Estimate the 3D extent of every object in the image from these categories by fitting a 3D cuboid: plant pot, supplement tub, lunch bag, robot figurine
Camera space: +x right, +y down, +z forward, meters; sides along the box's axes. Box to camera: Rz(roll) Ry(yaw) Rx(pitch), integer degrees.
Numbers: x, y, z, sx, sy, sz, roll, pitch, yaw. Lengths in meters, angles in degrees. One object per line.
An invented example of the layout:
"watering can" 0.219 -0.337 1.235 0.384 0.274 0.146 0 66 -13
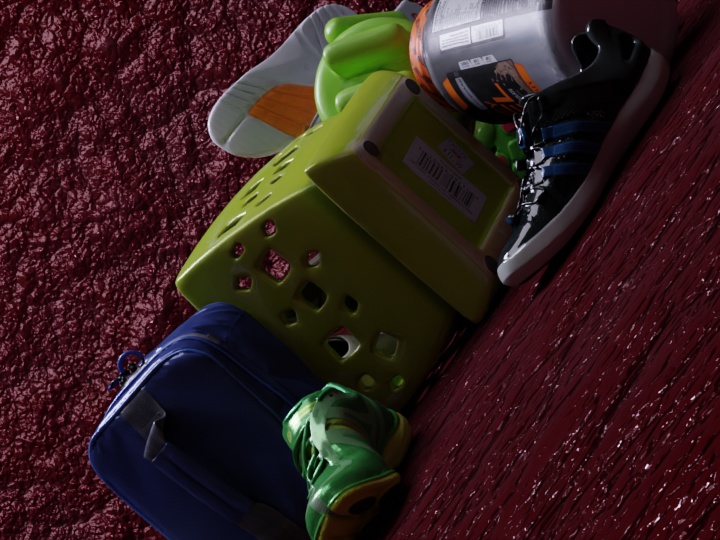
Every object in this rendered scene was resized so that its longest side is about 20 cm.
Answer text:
"plant pot" 0.011 -0.022 1.559 0.181 0.200 0.199 -43 8 34
"supplement tub" 0.129 -0.174 1.510 0.123 0.123 0.200 -55 23 -21
"lunch bag" -0.096 0.125 1.466 0.136 0.200 0.132 -48 7 16
"robot figurine" 0.032 -0.140 1.709 0.116 0.176 0.200 -19 -16 12

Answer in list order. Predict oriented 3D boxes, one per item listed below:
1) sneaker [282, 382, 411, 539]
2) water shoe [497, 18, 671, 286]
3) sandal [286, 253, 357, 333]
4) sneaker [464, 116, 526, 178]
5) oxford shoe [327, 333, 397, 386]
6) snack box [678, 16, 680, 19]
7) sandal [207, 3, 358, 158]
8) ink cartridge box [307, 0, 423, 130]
"sneaker" -0.019 0.126 1.332 0.074 0.084 0.200 -53 4 12
"water shoe" 0.129 -0.079 1.363 0.200 0.079 0.072 -56 3 -23
"sandal" 0.000 0.000 1.732 0.200 0.082 0.055 -33 20 -32
"sneaker" 0.114 -0.106 1.665 0.084 0.077 0.200 -6 -72 -76
"oxford shoe" 0.005 0.070 1.698 0.071 0.074 0.200 -54 3 18
"snack box" 0.191 -0.153 1.647 0.116 0.037 0.200 -55 3 -3
"sandal" -0.063 -0.164 1.894 0.207 0.079 0.059 -48 -9 -32
"ink cartridge box" 0.054 -0.150 1.907 0.083 0.146 0.200 -57 -1 34
